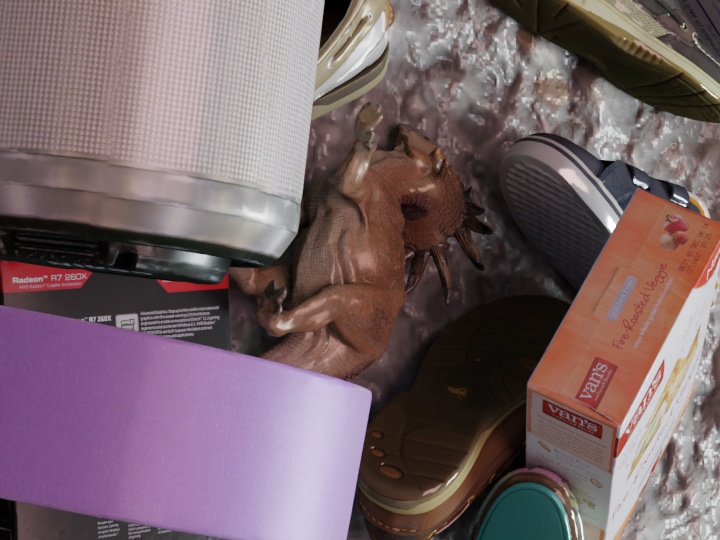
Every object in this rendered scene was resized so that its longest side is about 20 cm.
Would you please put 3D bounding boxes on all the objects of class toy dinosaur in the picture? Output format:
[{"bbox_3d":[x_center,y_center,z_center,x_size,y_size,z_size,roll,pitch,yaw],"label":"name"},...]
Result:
[{"bbox_3d":[0.000,0.000,0.873,0.135,0.085,0.202,36,73,-40],"label":"toy dinosaur"}]

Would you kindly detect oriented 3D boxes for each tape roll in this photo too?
[{"bbox_3d":[-0.098,0.060,0.653,0.199,0.199,0.066,16,80,-37],"label":"tape roll"}]

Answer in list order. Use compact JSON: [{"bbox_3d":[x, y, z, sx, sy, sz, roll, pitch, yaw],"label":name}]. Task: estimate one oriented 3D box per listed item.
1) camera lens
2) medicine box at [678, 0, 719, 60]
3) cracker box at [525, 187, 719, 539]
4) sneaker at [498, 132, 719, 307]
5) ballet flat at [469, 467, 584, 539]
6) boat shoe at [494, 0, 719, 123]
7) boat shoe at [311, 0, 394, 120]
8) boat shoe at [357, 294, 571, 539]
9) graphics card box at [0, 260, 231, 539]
[{"bbox_3d":[-0.095,-0.100,0.680,0.159,0.159,0.202,9,87,-38],"label":"camera lens"},{"bbox_3d":[0.267,-0.220,1.014,0.182,0.199,0.103,50,63,-26],"label":"medicine box"},{"bbox_3d":[0.145,0.067,0.930,0.135,0.057,0.201,-57,159,-24],"label":"cracker box"},{"bbox_3d":[0.154,-0.030,0.998,0.080,0.078,0.200,-57,132,-19],"label":"sneaker"},{"bbox_3d":[0.097,0.195,0.945,0.071,0.068,0.202,-30,126,-57],"label":"ballet flat"},{"bbox_3d":[0.168,-0.153,1.015,0.200,0.072,0.067,25,78,-31],"label":"boat shoe"},{"bbox_3d":[-0.067,-0.090,0.801,0.199,0.075,0.069,-38,156,-26],"label":"boat shoe"},{"bbox_3d":[0.062,0.083,0.935,0.200,0.072,0.068,-41,147,-40],"label":"boat shoe"},{"bbox_3d":[-0.120,0.090,0.790,0.124,0.051,0.203,-5,91,-38],"label":"graphics card box"}]
